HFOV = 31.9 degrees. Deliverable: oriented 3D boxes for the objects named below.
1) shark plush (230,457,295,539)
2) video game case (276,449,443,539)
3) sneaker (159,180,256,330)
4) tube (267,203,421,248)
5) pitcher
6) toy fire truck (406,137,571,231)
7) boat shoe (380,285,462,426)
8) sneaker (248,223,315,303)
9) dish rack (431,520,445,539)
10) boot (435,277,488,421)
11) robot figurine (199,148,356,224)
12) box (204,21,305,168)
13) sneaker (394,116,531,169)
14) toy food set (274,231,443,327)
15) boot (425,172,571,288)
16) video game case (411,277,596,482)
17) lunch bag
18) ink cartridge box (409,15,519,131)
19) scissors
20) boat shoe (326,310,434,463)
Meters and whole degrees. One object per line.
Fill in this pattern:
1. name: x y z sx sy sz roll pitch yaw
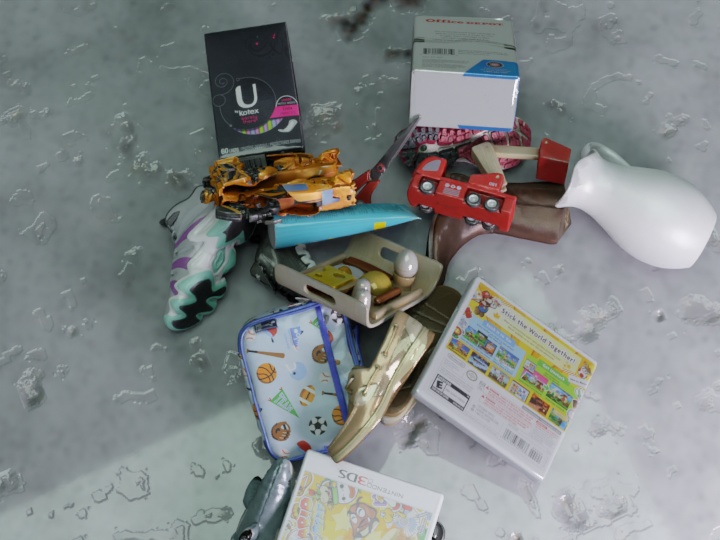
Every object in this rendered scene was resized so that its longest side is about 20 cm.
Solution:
1. shark plush: -0.143 0.326 1.563 0.090 0.083 0.200 37 74 14
2. video game case: -0.012 0.341 1.532 0.180 0.023 0.202 17 73 8
3. sneaker: -0.236 -0.028 1.716 0.139 0.078 0.202 30 86 34
4. tube: -0.024 -0.068 1.677 0.197 0.051 0.078 -8 24 -13
5. pitcher: 0.378 -0.098 1.708 0.198 0.122 0.172 27 37 5
6. toy fire truck: 0.174 -0.127 1.701 0.197 0.049 0.142 16 57 11
7. boat shoe: 0.074 0.111 1.654 0.071 0.065 0.202 23 67 15
8. sneaker: -0.100 0.007 1.699 0.089 0.067 0.202 -22 66 -4
9. dish rack: 0.000 0.367 1.563 0.152 0.055 0.202 27 73 12
10. boot: 0.166 0.115 1.656 0.094 0.074 0.203 19 70 -8
11. robot figurine: -0.112 -0.113 1.646 0.197 0.059 0.145 -6 30 -16
12. box: -0.146 -0.230 1.767 0.120 0.106 0.203 -9 68 -3
13. sneaker: 0.144 -0.186 1.766 0.197 0.075 0.082 -1 106 -11
14. toy food set: 0.000 0.000 1.612 0.142 0.199 0.061 24 115 25
15. boot: 0.190 -0.047 1.717 0.197 0.064 0.189 8 70 1
16. video game case: 0.185 0.137 1.597 0.199 0.023 0.183 35 64 -7
17. lunch bag: -0.067 0.133 1.610 0.158 0.076 0.203 -14 93 -1
18. ink cartridge box: 0.141 -0.276 1.741 0.144 0.085 0.201 4 32 2
19. scissors: 0.025 -0.127 1.711 0.199 0.014 0.074 -35 94 22
20. boat shoe: 0.012 0.144 1.558 0.064 0.071 0.201 35 81 1
